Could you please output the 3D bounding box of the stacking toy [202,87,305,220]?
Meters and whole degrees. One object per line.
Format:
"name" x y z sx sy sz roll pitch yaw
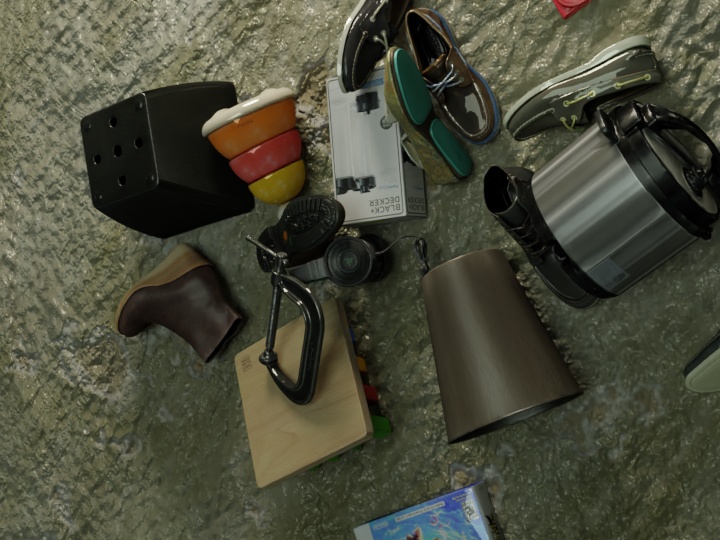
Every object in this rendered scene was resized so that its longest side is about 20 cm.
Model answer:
"stacking toy" -0.128 -0.145 1.451 0.144 0.146 0.203 -19 97 29

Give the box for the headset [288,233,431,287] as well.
"headset" 0.000 0.000 1.363 0.197 0.123 0.096 -16 88 23

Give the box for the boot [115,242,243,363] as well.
"boot" -0.282 0.078 1.560 0.200 0.072 0.167 -46 66 19

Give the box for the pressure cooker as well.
"pressure cooker" 0.307 -0.087 1.141 0.199 0.175 0.180 -40 75 28

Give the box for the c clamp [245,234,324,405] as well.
"c clamp" -0.102 0.073 1.371 0.170 0.027 0.204 28 121 41

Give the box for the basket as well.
"basket" 0.156 0.089 1.262 0.178 0.136 0.203 -24 74 16

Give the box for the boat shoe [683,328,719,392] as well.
"boat shoe" 0.439 0.063 1.136 0.200 0.071 0.068 -49 31 29

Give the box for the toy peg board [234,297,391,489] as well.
"toy peg board" -0.061 0.179 1.429 0.198 0.097 0.202 -30 60 27

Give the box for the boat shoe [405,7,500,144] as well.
"boat shoe" 0.109 -0.251 1.319 0.072 0.072 0.202 -37 72 25

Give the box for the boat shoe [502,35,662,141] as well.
"boat shoe" 0.265 -0.206 1.225 0.200 0.072 0.061 -28 71 24

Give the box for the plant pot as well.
"plant pot" -0.299 -0.170 1.510 0.196 0.176 0.204 -14 82 30

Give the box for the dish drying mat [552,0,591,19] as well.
"dish drying mat" 0.239 -0.420 1.271 0.076 0.018 0.203 -31 75 27

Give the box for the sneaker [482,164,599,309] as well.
"sneaker" 0.214 -0.038 1.237 0.075 0.106 0.202 -39 71 25

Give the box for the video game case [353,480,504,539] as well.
"video game case" 0.104 0.398 1.343 0.198 0.045 0.184 -26 78 28

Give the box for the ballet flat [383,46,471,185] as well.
"ballet flat" 0.070 -0.189 1.301 0.070 0.071 0.201 -20 121 29

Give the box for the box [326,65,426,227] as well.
"box" 0.021 -0.165 1.381 0.115 0.060 0.205 -5 88 31

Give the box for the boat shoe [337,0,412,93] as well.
"boat shoe" 0.024 -0.318 1.341 0.059 0.074 0.203 12 62 19

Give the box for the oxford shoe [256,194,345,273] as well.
"oxford shoe" -0.066 -0.056 1.386 0.199 0.083 0.074 -27 73 56
